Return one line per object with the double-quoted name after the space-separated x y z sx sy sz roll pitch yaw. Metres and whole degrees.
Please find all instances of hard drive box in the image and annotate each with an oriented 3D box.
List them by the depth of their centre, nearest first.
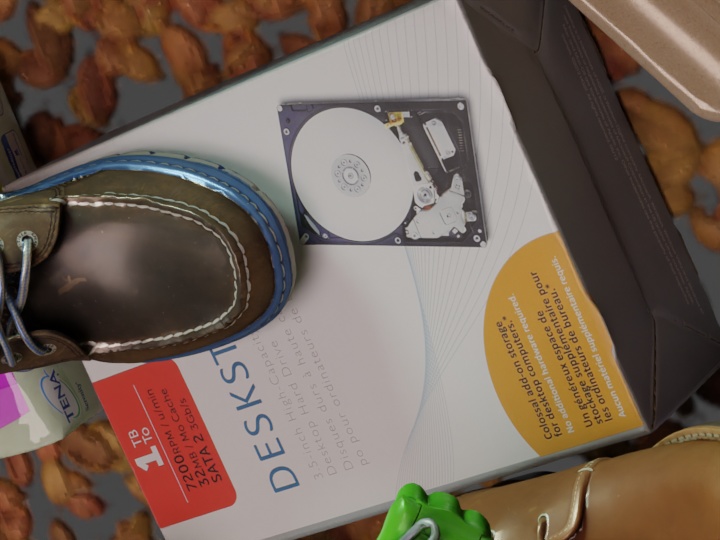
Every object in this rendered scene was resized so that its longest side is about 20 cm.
0.000 0.000 0.883 0.200 0.077 0.156 -21 97 34 "hard drive box"

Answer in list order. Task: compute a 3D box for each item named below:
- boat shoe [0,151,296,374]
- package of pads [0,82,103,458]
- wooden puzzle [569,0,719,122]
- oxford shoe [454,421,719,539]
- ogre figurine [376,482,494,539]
-0.117 0.007 0.861 0.200 0.072 0.072 -4 106 31 "boat shoe"
-0.205 0.007 1.004 0.200 0.068 0.155 -17 101 32 "package of pads"
0.093 -0.165 0.762 0.185 0.046 0.200 43 144 11 "wooden puzzle"
0.071 0.092 0.799 0.200 0.071 0.071 -22 78 60 "oxford shoe"
0.050 0.170 0.768 0.120 0.098 0.200 -43 119 16 "ogre figurine"
